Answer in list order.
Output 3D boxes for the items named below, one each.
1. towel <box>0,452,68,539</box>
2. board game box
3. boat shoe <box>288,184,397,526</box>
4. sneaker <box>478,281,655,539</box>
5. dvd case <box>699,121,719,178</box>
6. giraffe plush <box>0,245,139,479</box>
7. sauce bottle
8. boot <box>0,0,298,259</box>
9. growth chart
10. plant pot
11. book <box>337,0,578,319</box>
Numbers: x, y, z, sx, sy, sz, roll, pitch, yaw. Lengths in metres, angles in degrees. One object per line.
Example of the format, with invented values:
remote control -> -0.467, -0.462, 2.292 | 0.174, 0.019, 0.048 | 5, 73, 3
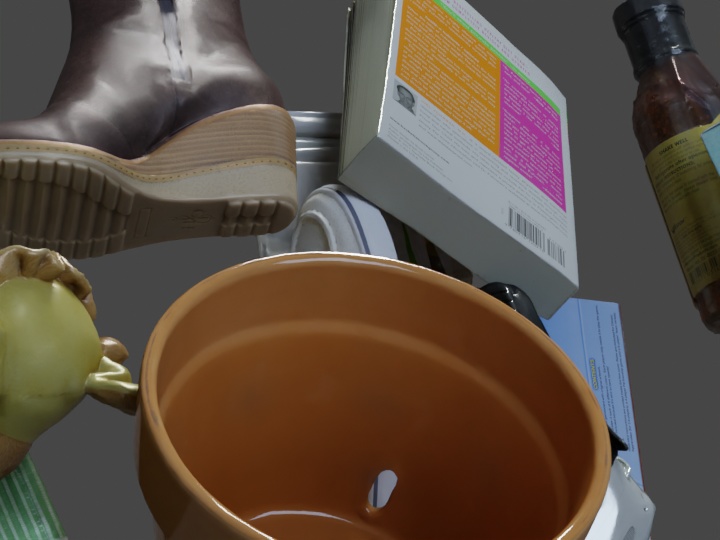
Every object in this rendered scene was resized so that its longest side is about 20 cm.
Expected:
towel -> -0.221, 0.073, 1.211 | 0.153, 0.023, 0.200 | -15, 73, -37
board game box -> 0.100, 0.108, 1.389 | 0.103, 0.019, 0.200 | 7, 66, -31
boat shoe -> -0.025, 0.051, 1.306 | 0.070, 0.071, 0.200 | 9, 72, -31
sneaker -> 0.099, 0.102, 1.338 | 0.088, 0.074, 0.200 | -7, 84, -34
dvd case -> 0.248, -0.022, 1.500 | 0.146, 0.022, 0.200 | 65, 20, 2
giraffe plush -> -0.185, 0.036, 1.156 | 0.162, 0.200, 0.173 | 14, 47, -59
sauce bottle -> 0.192, -0.065, 1.533 | 0.066, 0.066, 0.200 | -4, 68, -35
boot -> -0.133, -0.087, 1.351 | 0.200, 0.072, 0.166 | 2, 48, -26
growth chart -> 0.000, 0.000, 1.402 | 0.145, 0.018, 0.200 | 10, 59, -29
plant pot -> -0.007, 0.107, 1.166 | 0.200, 0.140, 0.200 | 10, 40, -8
book -> 0.055, -0.072, 1.413 | 0.134, 0.048, 0.200 | 35, 26, -17
